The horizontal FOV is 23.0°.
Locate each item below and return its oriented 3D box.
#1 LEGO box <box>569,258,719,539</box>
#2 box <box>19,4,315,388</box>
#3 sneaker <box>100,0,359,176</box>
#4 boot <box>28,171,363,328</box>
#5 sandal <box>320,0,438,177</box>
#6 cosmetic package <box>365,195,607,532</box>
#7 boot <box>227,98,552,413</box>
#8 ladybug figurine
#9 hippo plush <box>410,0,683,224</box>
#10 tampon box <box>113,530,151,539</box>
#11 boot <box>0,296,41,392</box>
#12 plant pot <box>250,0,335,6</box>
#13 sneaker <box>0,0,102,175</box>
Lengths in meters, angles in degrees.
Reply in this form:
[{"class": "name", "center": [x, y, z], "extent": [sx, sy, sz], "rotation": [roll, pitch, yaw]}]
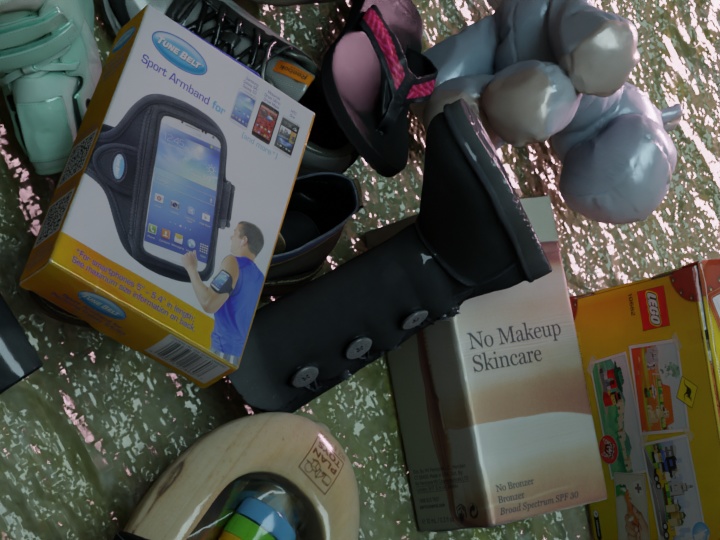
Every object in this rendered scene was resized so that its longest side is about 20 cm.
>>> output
[{"class": "LEGO box", "center": [0.219, 0.102, 1.186], "extent": [0.077, 0.149, 0.201], "rotation": [-4, 82, -33]}, {"class": "box", "center": [-0.097, -0.051, 0.965], "extent": [0.119, 0.041, 0.201], "rotation": [31, 56, -24]}, {"class": "sneaker", "center": [-0.074, -0.131, 1.090], "extent": [0.200, 0.079, 0.074], "rotation": [42, 63, -17]}, {"class": "boot", "center": [-0.093, -0.021, 1.037], "extent": [0.199, 0.097, 0.075], "rotation": [-12, 72, -35]}, {"class": "sandal", "center": [0.019, -0.137, 1.119], "extent": [0.075, 0.045, 0.201], "rotation": [46, 32, -27]}, {"class": "cosmetic package", "center": [0.081, 0.060, 1.144], "extent": [0.103, 0.087, 0.201], "rotation": [-9, 85, -32]}, {"class": "boot", "center": [0.000, 0.001, 1.020], "extent": [0.165, 0.199, 0.066], "rotation": [57, 9, -53]}, {"class": "ladybug figurine", "center": [-0.078, 0.168, 1.029], "extent": [0.136, 0.072, 0.200], "rotation": [48, 60, -16]}, {"class": "hippo plush", "center": [0.130, -0.105, 1.202], "extent": [0.161, 0.159, 0.200], "rotation": [54, 14, -32]}, {"class": "tampon box", "center": [-0.048, 0.243, 0.919], "extent": [0.199, 0.126, 0.151], "rotation": [26, 79, -26]}, {"class": "boot", "center": [-0.226, -0.027, 0.913], "extent": [0.065, 0.165, 0.201], "rotation": [-24, 93, -26]}, {"class": "plant pot", "center": [0.002, -0.268, 1.118], "extent": [0.173, 0.199, 0.201], "rotation": [-11, 86, -51]}, {"class": "sneaker", "center": [-0.175, -0.113, 0.967], "extent": [0.073, 0.200, 0.119], "rotation": [-11, 93, 6]}]
